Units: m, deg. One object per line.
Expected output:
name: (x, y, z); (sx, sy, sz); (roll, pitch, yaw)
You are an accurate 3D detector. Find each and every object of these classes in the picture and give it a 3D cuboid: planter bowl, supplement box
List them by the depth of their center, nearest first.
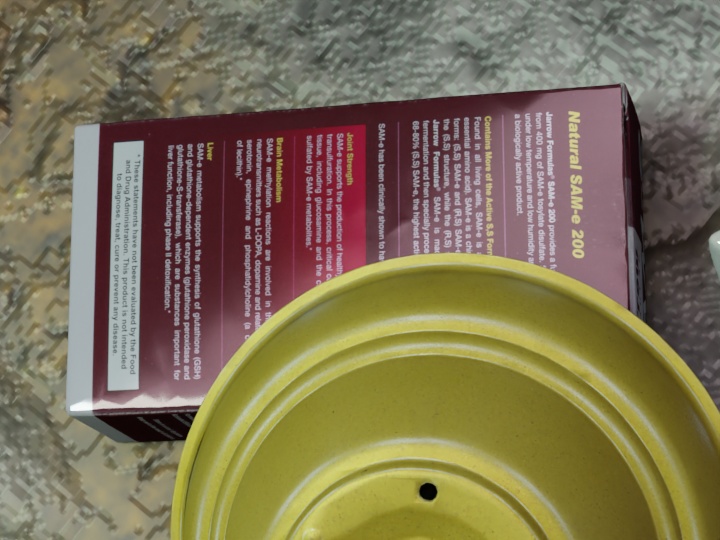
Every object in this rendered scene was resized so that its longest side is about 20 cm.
planter bowl: (0.025, 0.098, 0.723); (0.199, 0.083, 0.202); (1, 96, 11)
supplement box: (0.000, 0.000, 0.805); (0.199, 0.061, 0.110); (-3, 75, 12)

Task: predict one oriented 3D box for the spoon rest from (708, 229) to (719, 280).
spoon rest: (0.170, 0.077, 0.743); (0.099, 0.061, 0.201); (-20, 68, -2)
